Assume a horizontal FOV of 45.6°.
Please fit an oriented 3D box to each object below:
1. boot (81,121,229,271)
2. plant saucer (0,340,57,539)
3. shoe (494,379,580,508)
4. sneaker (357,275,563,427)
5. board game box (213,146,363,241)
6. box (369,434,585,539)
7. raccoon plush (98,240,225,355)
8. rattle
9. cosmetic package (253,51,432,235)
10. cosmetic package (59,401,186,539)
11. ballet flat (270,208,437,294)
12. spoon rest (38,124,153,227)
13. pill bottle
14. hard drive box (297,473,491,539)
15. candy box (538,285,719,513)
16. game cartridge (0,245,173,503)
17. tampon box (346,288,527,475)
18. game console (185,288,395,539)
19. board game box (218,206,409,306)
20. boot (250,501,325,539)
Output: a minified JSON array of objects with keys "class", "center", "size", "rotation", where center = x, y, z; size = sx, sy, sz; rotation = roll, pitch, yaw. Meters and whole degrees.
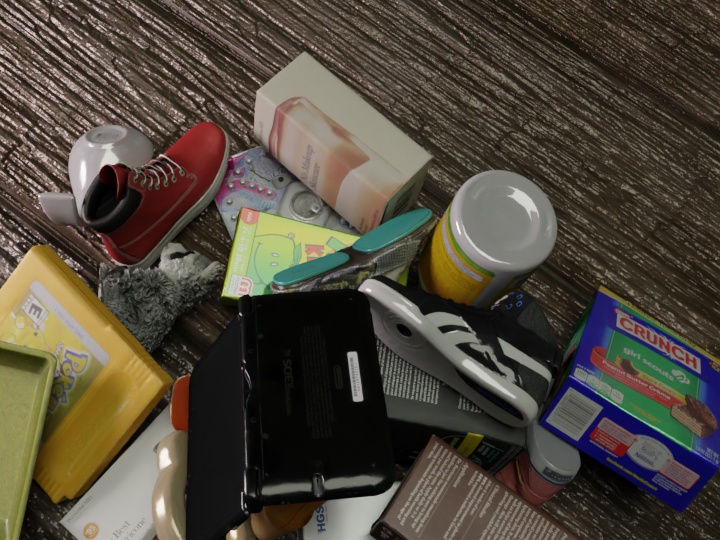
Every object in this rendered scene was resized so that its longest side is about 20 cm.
[{"class":"boot","center":[-0.221,-0.107,0.942],"size":[0.072,0.145,0.201],"rotation":[28,71,15]},{"class":"plant saucer","center":[-0.398,0.157,0.828],"size":[0.197,0.048,0.202],"rotation":[12,89,3]},{"class":"shoe","center":[0.182,0.170,0.931],"size":[0.071,0.092,0.201],"rotation":[22,34,-11]},{"class":"sneaker","center":[0.099,0.048,0.812],"size":[0.199,0.073,0.112],"rotation":[37,60,1]},{"class":"board game box","center":[-0.065,-0.080,1.032],"size":[0.198,0.026,0.202],"rotation":[-21,70,-16]},{"class":"box","center":[0.118,0.255,0.795],"size":[0.199,0.075,0.100],"rotation":[34,64,10]},{"class":"raccoon plush","center":[-0.214,0.068,0.930],"size":[0.132,0.097,0.203],"rotation":[0,91,-21]},{"class":"rattle","center":[-0.183,0.224,0.820],"size":[0.129,0.143,0.201],"rotation":[6,49,-48]},{"class":"cosmetic package","center":[-0.024,-0.142,0.996],"size":[0.200,0.104,0.087],"rotation":[41,65,13]},{"class":"cosmetic package","center":[-0.200,0.204,0.869],"size":[0.082,0.051,0.200],"rotation":[37,66,10]},{"class":"ballet flat","center":[0.000,0.000,0.919],"size":[0.199,0.072,0.073],"rotation":[-25,71,-17]},{"class":"spoon rest","center":[-0.300,-0.107,0.970],"size":[0.098,0.061,0.201],"rotation":[4,34,7]},{"class":"pill bottle","center":[0.125,-0.013,0.929],"size":[0.109,0.200,0.112],"rotation":[4,66,-10]},{"class":"hard drive box","center":[0.040,0.294,0.848],"size":[0.197,0.077,0.158],"rotation":[-3,65,-9]},{"class":"candy box","center":[0.296,0.128,0.914],"size":[0.168,0.078,0.200],"rotation":[31,33,7]},{"class":"game cartridge","center":[-0.307,0.106,0.859],"size":[0.200,0.032,0.177],"rotation":[43,101,14]},{"class":"tampon box","center":[0.060,0.123,0.887],"size":[0.197,0.150,0.128],"rotation":[12,63,-2]},{"class":"game console","center":[-0.069,0.130,0.742],"size":[0.173,0.117,0.202],"rotation":[-4,49,-6]},{"class":"board game box","center":[-0.049,0.005,0.957],"size":[0.197,0.048,0.103],"rotation":[13,76,-11]},{"class":"boot","center":[-0.065,0.144,0.815],"size":[0.070,0.144,0.203],"rotation":[11,51,-27]}]
